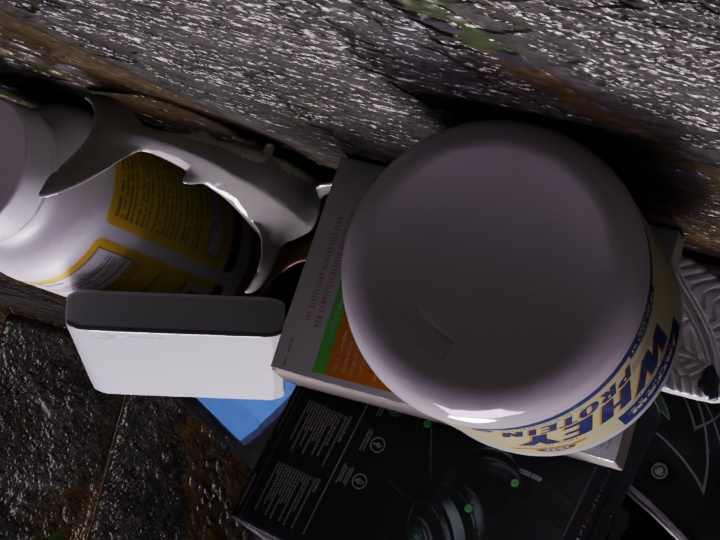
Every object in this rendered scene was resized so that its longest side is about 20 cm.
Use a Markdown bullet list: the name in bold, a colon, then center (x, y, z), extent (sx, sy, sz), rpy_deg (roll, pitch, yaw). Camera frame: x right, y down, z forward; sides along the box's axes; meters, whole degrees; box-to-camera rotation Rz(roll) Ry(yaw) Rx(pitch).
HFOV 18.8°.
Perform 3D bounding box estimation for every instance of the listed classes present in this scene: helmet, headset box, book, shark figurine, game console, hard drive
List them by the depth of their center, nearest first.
- **book**: center (0.066, 0.020, 1.207), extent (0.199, 0.134, 0.048), rpy_deg (14, 170, 18)
- **headset box**: center (0.058, 0.115, 1.257), extent (0.200, 0.175, 0.093), rpy_deg (22, 169, 22)
- **shark figurine**: center (-0.076, -0.035, 1.281), extent (0.128, 0.090, 0.214), rpy_deg (9, 173, 36)
- **helmet**: center (0.165, 0.135, 1.386), extent (0.190, 0.200, 0.200), rpy_deg (-27, 158, 16)
- **hard drive**: center (-0.114, 0.050, 1.395), extent (0.131, 0.026, 0.200), rpy_deg (2, 166, -1)
- **game console**: center (-0.103, 0.050, 1.563), extent (0.200, 0.118, 0.171), rpy_deg (44, -179, -1)

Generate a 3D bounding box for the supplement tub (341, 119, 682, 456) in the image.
- **supplement tub**: center (0.082, 0.016, 1.075), extent (0.145, 0.145, 0.200), rpy_deg (13, 173, 17)

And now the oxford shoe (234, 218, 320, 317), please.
- **oxford shoe**: center (-0.051, 0.008, 1.397), extent (0.200, 0.071, 0.071), rpy_deg (-21, 104, 54)

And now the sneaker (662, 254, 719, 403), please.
- **sneaker**: center (0.151, 0.028, 1.306), extent (0.199, 0.080, 0.130), rpy_deg (15, 175, 9)

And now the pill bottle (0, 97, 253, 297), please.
- **pill bottle**: center (-0.168, -0.037, 1.351), extent (0.112, 0.113, 0.200), rpy_deg (10, 171, 39)
